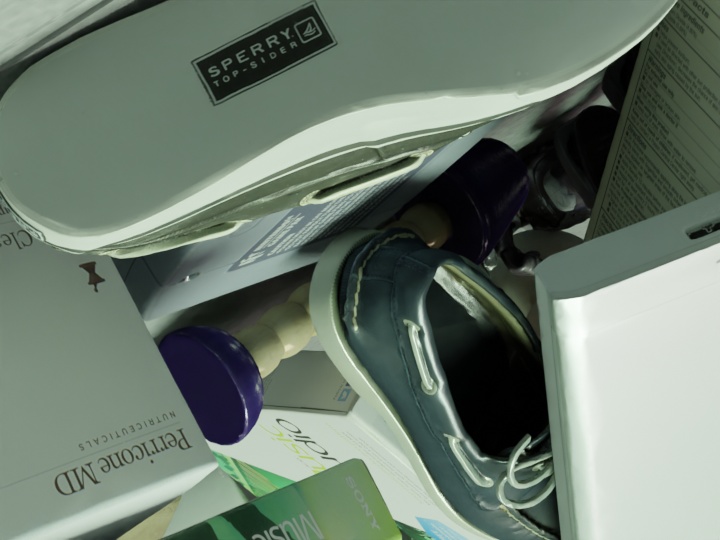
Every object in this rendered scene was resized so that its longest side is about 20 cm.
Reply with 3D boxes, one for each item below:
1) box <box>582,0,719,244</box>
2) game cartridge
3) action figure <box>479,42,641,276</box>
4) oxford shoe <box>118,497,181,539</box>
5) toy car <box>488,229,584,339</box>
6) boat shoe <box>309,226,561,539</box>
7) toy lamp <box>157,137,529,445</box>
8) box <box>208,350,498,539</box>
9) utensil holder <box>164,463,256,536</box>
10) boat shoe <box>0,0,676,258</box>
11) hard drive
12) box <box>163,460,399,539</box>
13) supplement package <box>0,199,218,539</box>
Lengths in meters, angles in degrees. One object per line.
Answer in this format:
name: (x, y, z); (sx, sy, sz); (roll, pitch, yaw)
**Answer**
box: (0.151, -0.027, 0.747); (0.077, 0.095, 0.200); (-7, 132, -23)
game cartridge: (-0.006, -0.048, 0.655); (0.133, 0.041, 0.200); (-25, 170, -41)
action figure: (0.110, -0.045, 0.905); (0.130, 0.069, 0.200); (-35, 175, -11)
oxford shoe: (-0.129, 0.064, 0.748); (0.075, 0.070, 0.200); (-52, 153, -11)
toy car: (0.125, 0.084, 0.985); (0.150, 0.175, 0.200); (-52, -160, 1)
boat shoe: (0.057, 0.054, 0.749); (0.062, 0.200, 0.075); (8, -126, 45)
toy lamp: (0.000, 0.000, 0.792); (0.200, 0.058, 0.058); (-34, 175, -38)
box: (-0.005, 0.091, 0.879); (0.200, 0.144, 0.036); (-1, -128, 58)
utensil holder: (-0.131, 0.170, 1.039); (0.200, 0.170, 0.170); (-33, 170, 7)
boat shoe: (-0.005, -0.059, 0.520); (0.199, 0.071, 0.064); (-20, 169, -3)
hard drive: (0.137, 0.053, 0.726); (0.131, 0.026, 0.200); (-21, 134, -10)
box: (-0.094, 0.126, 0.588); (0.144, 0.036, 0.200); (-35, 171, 33)
supplement package: (-0.174, 0.066, 0.536); (0.200, 0.111, 0.156); (-19, 166, -48)
